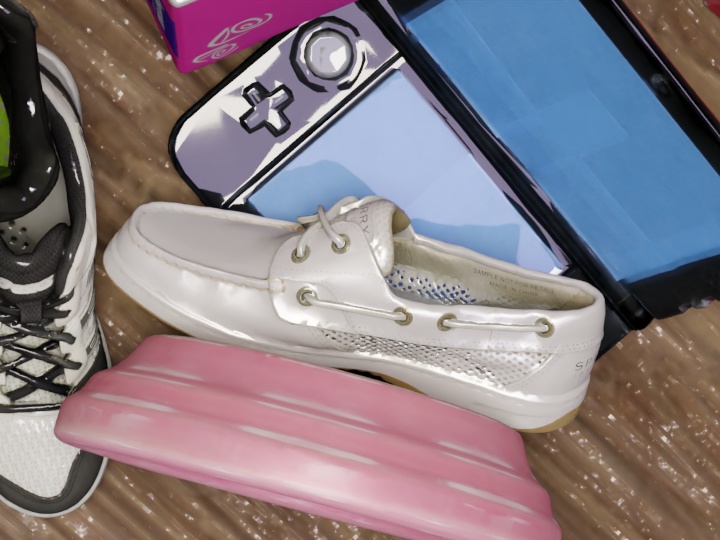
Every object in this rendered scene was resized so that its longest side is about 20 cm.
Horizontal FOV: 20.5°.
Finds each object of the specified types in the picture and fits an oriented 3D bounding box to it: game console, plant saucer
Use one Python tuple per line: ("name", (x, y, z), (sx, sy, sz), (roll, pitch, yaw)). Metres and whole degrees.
("game console", (0.047, -0.028, 0.806), (0.172, 0.119, 0.200), (-41, 101, -1))
("plant saucer", (-0.017, 0.068, 0.774), (0.200, 0.201, 0.051), (16, 81, -10))

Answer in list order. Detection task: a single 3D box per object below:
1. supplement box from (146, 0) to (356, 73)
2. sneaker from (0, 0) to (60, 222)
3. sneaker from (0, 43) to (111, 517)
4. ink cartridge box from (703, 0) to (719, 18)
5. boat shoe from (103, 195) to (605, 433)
("supplement box", (-0.061, -0.188, 0.716), (0.103, 0.101, 0.200), (-25, 83, -7))
("sneaker", (-0.155, -0.094, 0.671), (0.074, 0.087, 0.200), (-35, 123, -21))
("sneaker", (-0.140, 0.009, 0.800), (0.076, 0.088, 0.200), (-7, 101, -9))
("ink cartridge box", (0.259, -0.078, 0.817), (0.200, 0.145, 0.083), (39, 90, -12))
("boat shoe", (0.000, 0.000, 0.786), (0.200, 0.071, 0.069), (15, 124, -2))
